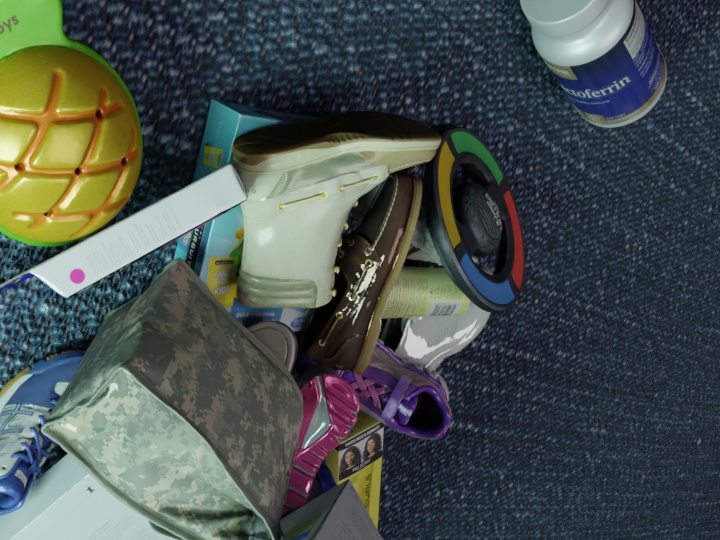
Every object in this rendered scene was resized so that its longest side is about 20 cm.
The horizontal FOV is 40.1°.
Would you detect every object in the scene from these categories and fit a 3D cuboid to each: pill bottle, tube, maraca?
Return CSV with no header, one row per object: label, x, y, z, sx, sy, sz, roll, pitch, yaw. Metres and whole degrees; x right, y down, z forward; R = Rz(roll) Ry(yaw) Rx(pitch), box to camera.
pill bottle,0.256,-0.255,1.084,0.117,0.115,0.199,-57,139,-3
tube,0.024,0.021,1.044,0.196,0.052,0.059,0,73,-27
maraca,-0.224,-0.104,0.679,0.137,0.106,0.202,-40,136,-20

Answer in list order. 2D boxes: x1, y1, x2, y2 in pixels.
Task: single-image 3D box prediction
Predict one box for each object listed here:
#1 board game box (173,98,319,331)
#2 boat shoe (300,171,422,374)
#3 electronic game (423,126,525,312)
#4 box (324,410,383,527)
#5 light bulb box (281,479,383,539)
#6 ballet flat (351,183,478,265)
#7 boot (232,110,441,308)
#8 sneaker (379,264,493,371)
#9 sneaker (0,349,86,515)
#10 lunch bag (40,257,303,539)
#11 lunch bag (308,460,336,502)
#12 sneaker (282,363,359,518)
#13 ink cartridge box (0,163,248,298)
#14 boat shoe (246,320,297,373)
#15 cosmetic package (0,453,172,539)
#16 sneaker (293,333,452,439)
board game box,-0.089,-0.043,0.902,0.149,0.047,0.204,0,113,-46
boat shoe,0.000,0.000,0.936,0.069,0.070,0.204,17,99,-12
electronic game,0.125,-0.055,1.051,0.199,0.041,0.204,32,50,-47
box,-0.017,0.257,1.151,0.074,0.050,0.204,-21,127,-38
light bulb box,-0.075,0.299,0.832,0.196,0.126,0.200,-32,178,9
ballet flat,0.053,-0.048,1.047,0.199,0.071,0.073,32,89,-48
boot,-0.021,-0.052,0.871,0.197,0.072,0.158,-13,121,-30
sneaker,0.075,0.057,1.120,0.200,0.075,0.089,-48,127,-13
sneaker,-0.275,0.150,0.791,0.200,0.087,0.076,-42,135,-22
lunch bag,-0.132,0.121,0.800,0.117,0.165,0.200,-35,111,23
lunch bag,-0.065,0.312,1.026,0.122,0.170,0.203,21,95,-16
sneaker,-0.071,0.178,0.989,0.081,0.088,0.201,37,100,-11
ink cartridge box,-0.184,-0.019,0.755,0.198,0.095,0.038,-28,96,-16
boat shoe,-0.114,0.120,0.939,0.201,0.072,0.062,-56,165,24
cosmetic package,-0.240,0.247,0.832,0.199,0.052,0.151,-38,125,9
sneaker,0.021,0.123,1.043,0.198,0.089,0.081,26,101,-21
